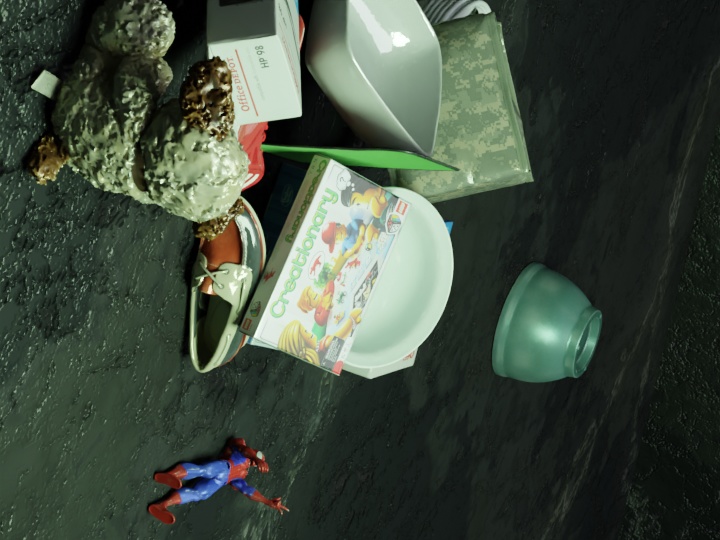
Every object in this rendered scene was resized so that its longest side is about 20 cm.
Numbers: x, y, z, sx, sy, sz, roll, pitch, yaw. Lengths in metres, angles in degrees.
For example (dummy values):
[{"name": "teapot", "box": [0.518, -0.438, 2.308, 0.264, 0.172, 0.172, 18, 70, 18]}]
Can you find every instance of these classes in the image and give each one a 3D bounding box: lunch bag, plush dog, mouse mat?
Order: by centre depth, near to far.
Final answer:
[{"name": "plush dog", "box": [-0.172, -0.109, 1.371, 0.161, 0.170, 0.201, -50, 151, -38]}, {"name": "mouse mat", "box": [-0.010, -0.120, 1.701, 0.161, 0.198, 0.008, 10, 86, -67]}, {"name": "lunch bag", "box": [0.098, -0.186, 1.850, 0.118, 0.162, 0.202, 13, 65, -80]}]

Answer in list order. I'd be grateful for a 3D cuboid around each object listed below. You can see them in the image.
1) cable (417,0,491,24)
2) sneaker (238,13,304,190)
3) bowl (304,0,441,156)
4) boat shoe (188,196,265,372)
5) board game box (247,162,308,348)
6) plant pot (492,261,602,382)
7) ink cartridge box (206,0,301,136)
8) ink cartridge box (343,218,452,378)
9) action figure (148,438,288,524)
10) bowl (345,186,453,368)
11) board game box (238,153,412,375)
[{"name": "cable", "box": [0.096, -0.249, 1.996, 0.200, 0.069, 0.201, -52, 151, -38]}, {"name": "sneaker", "box": [-0.115, -0.162, 1.610, 0.201, 0.078, 0.116, -55, 163, -6]}, {"name": "bowl", "box": [0.009, -0.231, 1.712, 0.200, 0.074, 0.202, 50, 35, -41]}, {"name": "boat shoe", "box": [-0.145, 0.014, 1.670, 0.062, 0.071, 0.202, -38, 145, -47]}, {"name": "board game box", "box": [-0.065, -0.006, 1.858, 0.199, 0.043, 0.202, 20, 89, -65]}, {"name": "plant pot", "box": [0.321, 0.102, 2.697, 0.200, 0.133, 0.202, -46, 147, -43]}, {"name": "ink cartridge box", "box": [-0.096, -0.216, 1.477, 0.116, 0.066, 0.202, 73, 11, -56]}, {"name": "ink cartridge box", "box": [0.032, 0.024, 2.048, 0.146, 0.084, 0.202, -9, 116, -64]}, {"name": "action figure", "box": [-0.143, 0.241, 1.817, 0.200, 0.098, 0.066, -21, 128, -64]}, {"name": "bowl", "box": [0.000, 0.000, 1.799, 0.199, 0.090, 0.204, -11, 109, -35]}, {"name": "board game box", "box": [-0.035, -0.005, 1.692, 0.126, 0.034, 0.202, 25, 86, -39]}]
